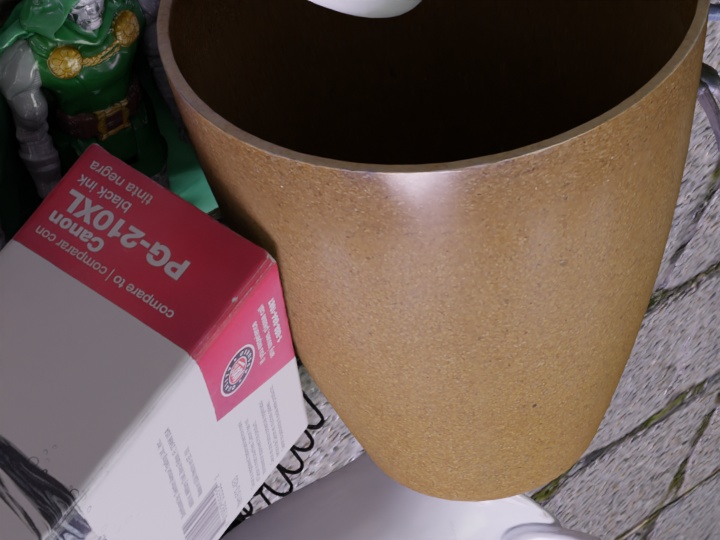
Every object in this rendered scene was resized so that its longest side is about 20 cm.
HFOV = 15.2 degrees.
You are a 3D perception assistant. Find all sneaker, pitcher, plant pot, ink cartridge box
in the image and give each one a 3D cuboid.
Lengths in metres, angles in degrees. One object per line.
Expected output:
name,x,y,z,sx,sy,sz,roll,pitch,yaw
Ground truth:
sneaker,0.018,-0.120,1.036,0.200,0.078,0.086,-49,140,1
pitcher,0.012,0.163,1.214,0.200,0.172,0.121,-48,160,-2
plant pot,0.036,-0.019,0.963,0.186,0.186,0.200,-34,136,-26
ink cartridge box,-0.113,0.080,0.925,0.200,0.084,0.145,-52,161,-19

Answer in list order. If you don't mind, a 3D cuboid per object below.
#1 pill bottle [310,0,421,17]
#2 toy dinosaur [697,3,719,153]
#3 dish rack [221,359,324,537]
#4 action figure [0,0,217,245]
pill bottle,0.022,-0.189,0.842,0.114,0.114,0.200,-6,136,-57
toy dinosaur,0.098,-0.095,1.057,0.199,0.105,0.182,13,116,-13
dish rack,-0.082,0.102,1.239,0.153,0.055,0.200,-26,151,-41
action figure,-0.094,-0.049,0.968,0.118,0.055,0.200,-35,151,-18
